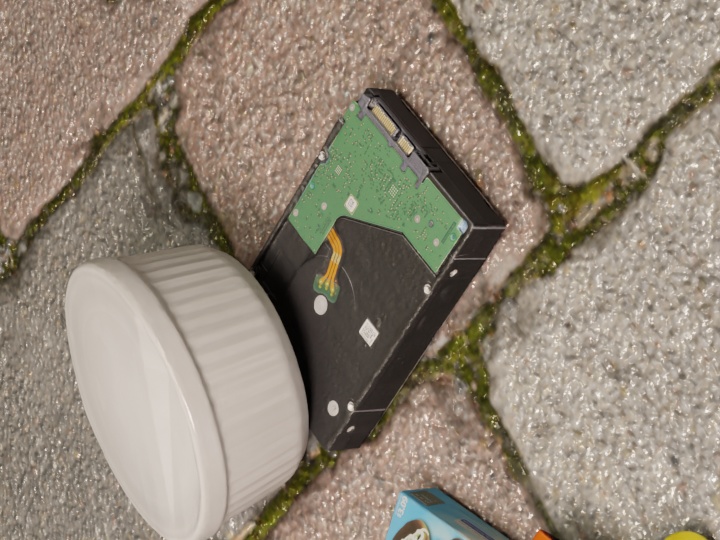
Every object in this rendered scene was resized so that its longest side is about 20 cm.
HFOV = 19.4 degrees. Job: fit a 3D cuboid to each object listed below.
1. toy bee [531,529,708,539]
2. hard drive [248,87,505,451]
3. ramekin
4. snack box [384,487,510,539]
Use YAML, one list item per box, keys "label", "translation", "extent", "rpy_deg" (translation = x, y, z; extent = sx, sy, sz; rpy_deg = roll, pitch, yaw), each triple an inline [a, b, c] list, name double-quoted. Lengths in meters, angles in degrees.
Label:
- label: "toy bee"
  translation: [0.160, 0.223, 1.176]
  extent: [0.131, 0.109, 0.200]
  rpy_deg: [-45, 28, 21]
- label: "hard drive"
  translation: [0.000, 0.000, 1.372]
  extent: [0.140, 0.038, 0.200]
  rpy_deg: [51, 125, 32]
- label: "ramekin"
  translation: [-0.113, 0.076, 1.409]
  extent: [0.202, 0.094, 0.203]
  rpy_deg: [44, 145, 43]
- label: "snack box"
  translation: [0.046, 0.252, 1.328]
  extent: [0.116, 0.037, 0.200]
  rpy_deg: [31, 112, 41]
